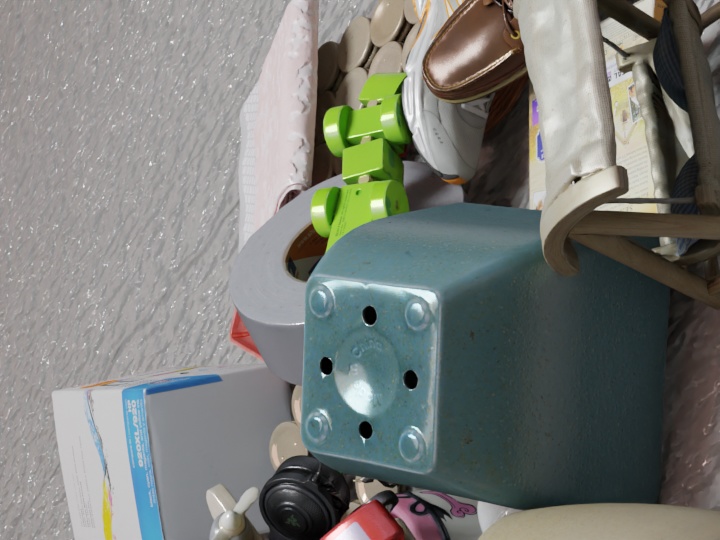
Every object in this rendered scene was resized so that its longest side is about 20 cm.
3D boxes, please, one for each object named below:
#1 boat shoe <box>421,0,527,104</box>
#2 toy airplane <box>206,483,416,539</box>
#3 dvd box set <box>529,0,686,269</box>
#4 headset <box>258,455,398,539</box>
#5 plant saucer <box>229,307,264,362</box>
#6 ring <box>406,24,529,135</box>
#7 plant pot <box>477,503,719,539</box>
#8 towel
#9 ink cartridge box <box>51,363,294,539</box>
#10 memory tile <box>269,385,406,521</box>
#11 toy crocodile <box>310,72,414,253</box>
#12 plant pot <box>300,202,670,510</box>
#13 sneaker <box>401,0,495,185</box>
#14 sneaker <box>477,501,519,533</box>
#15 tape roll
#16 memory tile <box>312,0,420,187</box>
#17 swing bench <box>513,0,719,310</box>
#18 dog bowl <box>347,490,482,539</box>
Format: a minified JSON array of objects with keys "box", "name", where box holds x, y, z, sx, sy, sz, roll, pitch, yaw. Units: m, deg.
[{"box":[0.120,-0.197,1.442,0.200,0.067,0.072,-36,73,18],"name":"boat shoe"},{"box":[-0.040,0.256,1.428,0.199,0.141,0.200,2,102,46],"name":"toy airplane"},{"box":[0.174,-0.078,1.424,0.146,0.029,0.201,-26,58,54],"name":"dvd box set"},{"box":[-0.015,0.159,1.540,0.124,0.094,0.200,-59,-5,-21],"name":"headset"},{"box":[-0.040,-0.008,1.764,0.199,0.037,0.201,24,101,60],"name":"plant saucer"},{"box":[0.096,-0.198,1.609,0.200,0.019,0.202,-25,61,54],"name":"ring"},{"box":[0.154,0.213,1.182,0.200,0.187,0.188,17,95,52],"name":"plant pot"},{"box":[-0.074,-0.112,1.739,0.191,0.032,0.201,122,153,-57],"name":"towel"},{"box":[-0.164,0.164,1.780,0.200,0.147,0.146,-7,92,58],"name":"ink cartridge box"},{"box":[0.000,0.123,1.637,0.153,0.017,0.201,47,122,35],"name":"memory tile"},{"box":[0.009,-0.070,1.509,0.067,0.062,0.201,-10,54,28],"name":"toy crocodile"},{"box":[0.067,0.061,1.320,0.196,0.199,0.197,7,97,42],"name":"plant pot"},{"box":[0.088,-0.166,1.517,0.092,0.076,0.201,-7,75,29],"name":"sneaker"},{"box":[0.123,0.200,1.376,0.200,0.080,0.077,47,123,56],"name":"sneaker"},{"box":[0.000,0.000,1.545,0.199,0.066,0.201,-19,32,13],"name":"tape roll"},{"box":[0.012,-0.155,1.670,0.200,0.017,0.154,-31,50,49],"name":"memory tile"},{"box":[0.181,-0.101,1.251,0.130,0.199,0.200,-35,52,51],"name":"swing bench"},{"box":[0.035,0.259,1.512,0.200,0.073,0.201,-28,57,54],"name":"dog bowl"}]
